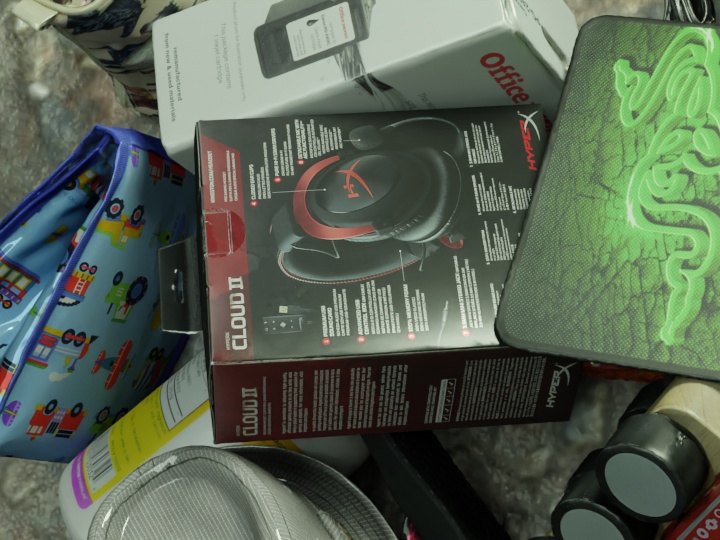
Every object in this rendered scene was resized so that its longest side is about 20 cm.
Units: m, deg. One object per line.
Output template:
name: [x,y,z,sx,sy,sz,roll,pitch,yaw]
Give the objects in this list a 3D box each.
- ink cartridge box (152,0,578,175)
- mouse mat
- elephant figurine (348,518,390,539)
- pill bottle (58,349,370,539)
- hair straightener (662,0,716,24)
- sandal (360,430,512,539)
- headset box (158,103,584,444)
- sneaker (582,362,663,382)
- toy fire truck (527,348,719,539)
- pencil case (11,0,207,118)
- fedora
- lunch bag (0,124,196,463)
ink cartridge box: [0.012,-0.101,0.971,0.198,0.145,0.084,-18,64,20]
mouse mat: [0.160,-0.038,0.852,0.159,0.008,0.201,8,58,19]
elephant figurine: [-0.023,0.259,0.957,0.141,0.155,0.201,-23,81,-21]
pill bottle: [-0.063,0.092,1.000,0.200,0.104,0.105,-39,68,14]
hair straightener: [0.178,-0.171,0.975,0.076,0.041,0.202,-15,80,22]
sandal: [0.043,0.141,0.938,0.045,0.075,0.201,-31,95,19]
headset box: [0.000,0.000,0.897,0.198,0.075,0.150,-4,54,-6]
sneaker: [0.156,0.013,0.917,0.199,0.073,0.078,-16,70,42]
toy fire truck: [0.196,0.140,0.866,0.200,0.129,0.177,39,139,8]
pencil case: [-0.135,-0.147,1.027,0.089,0.200,0.078,-45,74,-2]
fedora: [-0.064,0.161,0.866,0.176,0.090,0.201,-25,58,0]
lunch bag: [-0.144,0.005,1.024,0.094,0.150,0.201,42,99,24]
